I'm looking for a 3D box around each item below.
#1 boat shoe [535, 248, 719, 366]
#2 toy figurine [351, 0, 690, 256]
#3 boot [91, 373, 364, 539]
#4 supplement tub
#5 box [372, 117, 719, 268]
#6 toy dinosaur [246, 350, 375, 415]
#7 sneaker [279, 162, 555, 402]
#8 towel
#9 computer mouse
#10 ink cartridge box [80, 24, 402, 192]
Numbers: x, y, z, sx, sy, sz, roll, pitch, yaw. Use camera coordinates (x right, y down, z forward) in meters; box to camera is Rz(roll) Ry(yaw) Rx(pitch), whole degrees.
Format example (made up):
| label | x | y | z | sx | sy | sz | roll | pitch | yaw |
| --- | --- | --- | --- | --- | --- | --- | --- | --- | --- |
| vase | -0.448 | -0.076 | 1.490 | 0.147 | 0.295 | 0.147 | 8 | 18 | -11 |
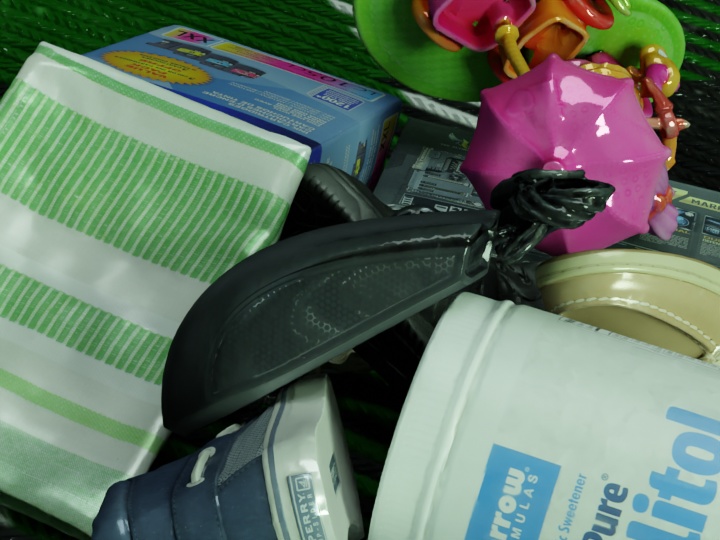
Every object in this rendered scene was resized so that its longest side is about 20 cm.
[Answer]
| label | x | y | z | sx | sy | sz | roll | pitch | yaw |
| --- | --- | --- | --- | --- | --- | --- | --- | --- | --- |
| boat shoe | 0.146 | 0.047 | 1.170 | 0.071 | 0.065 | 0.200 | -12 | -29 | 40 |
| toy figurine | 0.103 | -0.074 | 1.320 | 0.200 | 0.150 | 0.185 | 30 | 30 | -36 |
| boot | -0.051 | 0.087 | 1.075 | 0.090 | 0.073 | 0.200 | -13 | -1 | 4 |
| supplement tub | 0.115 | 0.098 | 1.082 | 0.199 | 0.133 | 0.132 | 17 | 28 | 10 |
| box | 0.100 | -0.005 | 1.346 | 0.199 | 0.051 | 0.158 | 14 | 28 | 5 |
| toy dinosaur | -0.065 | 0.032 | 1.224 | 0.199 | 0.048 | 0.088 | 11 | 14 | -1 |
| sneaker | 0.055 | 0.020 | 1.213 | 0.104 | 0.060 | 0.200 | -34 | 82 | -41 |
| towel | -0.126 | 0.004 | 1.159 | 0.152 | 0.023 | 0.201 | 22 | 65 | 18 |
| computer mouse | 0.000 | 0.000 | 1.104 | 0.199 | 0.053 | 0.138 | -28 | 1 | -5 |
| ink cartridge box | -0.075 | -0.054 | 1.304 | 0.136 | 0.077 | 0.200 | 18 | 18 | 12 |
